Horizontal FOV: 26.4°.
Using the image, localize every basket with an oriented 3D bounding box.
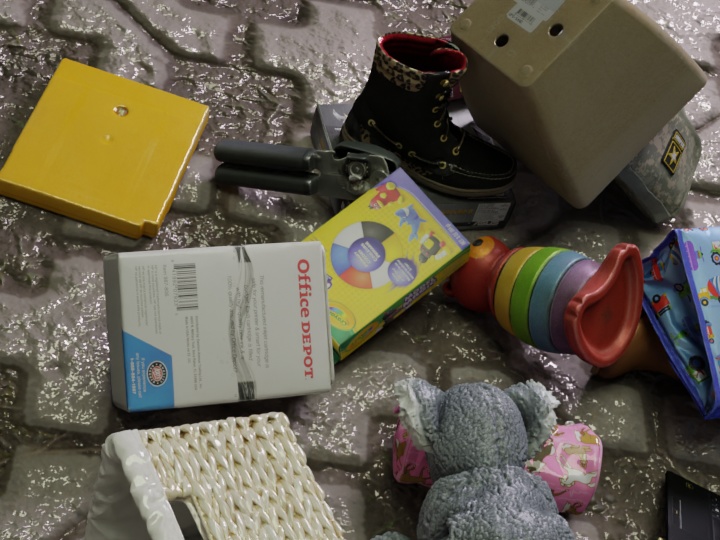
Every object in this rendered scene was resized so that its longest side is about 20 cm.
[{"bbox_3d":[-0.118,0.246,1.251,0.160,0.200,0.199,-11,54,-27],"label":"basket"}]

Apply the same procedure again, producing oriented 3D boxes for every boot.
[{"bbox_3d":[0.086,-0.166,1.633,0.199,0.151,0.073,20,47,2],"label":"boot"},{"bbox_3d":[0.349,0.104,1.610,0.199,0.077,0.155,-22,63,-40],"label":"boot"}]

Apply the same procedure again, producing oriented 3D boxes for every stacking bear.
[{"bbox_3d":[0.177,0.020,1.573,0.199,0.114,0.121,19,54,38],"label":"stacking bear"}]

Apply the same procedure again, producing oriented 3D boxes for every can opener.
[{"bbox_3d":[-0.056,-0.112,1.645,0.199,0.054,0.067,8,26,18],"label":"can opener"}]

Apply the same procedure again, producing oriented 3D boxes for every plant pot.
[{"bbox_3d":[0.210,-0.225,1.628,0.200,0.177,0.200,-46,51,1],"label":"plant pot"}]

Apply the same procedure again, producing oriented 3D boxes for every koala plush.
[{"bbox_3d":[0.108,0.188,1.349,0.176,0.184,0.201,5,67,-15],"label":"koala plush"}]

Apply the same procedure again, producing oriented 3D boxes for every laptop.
[{"bbox_3d":[0.397,0.241,1.437,0.199,0.104,0.177,26,24,0],"label":"laptop"}]

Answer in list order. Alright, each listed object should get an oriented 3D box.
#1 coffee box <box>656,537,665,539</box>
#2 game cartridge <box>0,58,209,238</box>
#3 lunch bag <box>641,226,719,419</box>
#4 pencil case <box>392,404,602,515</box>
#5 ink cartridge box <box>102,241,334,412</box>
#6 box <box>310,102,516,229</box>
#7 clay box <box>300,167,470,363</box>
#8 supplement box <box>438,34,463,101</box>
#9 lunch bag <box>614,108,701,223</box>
[{"bbox_3d":[0.293,0.350,1.388,0.122,0.044,0.200,26,47,6],"label":"coffee box"},{"bbox_3d":[-0.273,-0.130,1.646,0.175,0.033,0.201,19,50,-1],"label":"game cartridge"},{"bbox_3d":[0.385,0.061,1.561,0.150,0.094,0.201,-4,64,-31],"label":"lunch bag"},{"bbox_3d":[0.127,0.175,1.465,0.199,0.083,0.087,11,24,-7],"label":"pencil case"},{"bbox_3d":[-0.134,0.050,1.449,0.199,0.084,0.146,-4,90,-20],"label":"ink cartridge box"},{"bbox_3d":[0.057,-0.117,1.719,0.199,0.048,0.159,-2,51,-19],"label":"box"},{"bbox_3d":[0.000,0.000,1.553,0.200,0.048,0.115,-38,71,-14],"label":"clay box"},{"bbox_3d":[0.145,-0.251,1.820,0.199,0.061,0.109,-16,19,-28],"label":"supplement box"},{"bbox_3d":[0.314,-0.169,1.755,0.117,0.164,0.201,-21,57,23],"label":"lunch bag"}]
